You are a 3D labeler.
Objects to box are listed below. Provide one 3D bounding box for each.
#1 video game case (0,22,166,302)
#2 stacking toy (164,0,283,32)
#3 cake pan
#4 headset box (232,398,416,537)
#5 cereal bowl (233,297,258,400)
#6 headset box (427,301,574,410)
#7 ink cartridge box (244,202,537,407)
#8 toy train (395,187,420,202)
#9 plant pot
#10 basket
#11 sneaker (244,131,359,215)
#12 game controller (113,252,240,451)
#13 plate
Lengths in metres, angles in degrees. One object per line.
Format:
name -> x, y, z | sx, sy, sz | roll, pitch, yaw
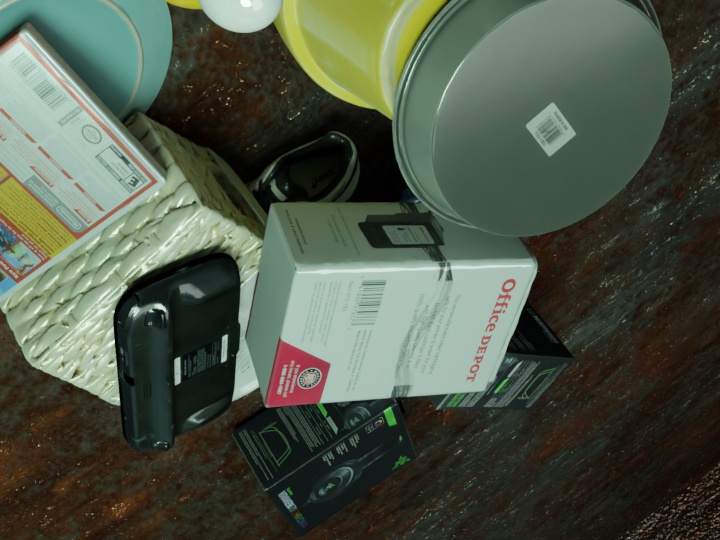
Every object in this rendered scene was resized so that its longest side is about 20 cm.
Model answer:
video game case -> -0.259, -0.060, 0.678 | 0.199, 0.017, 0.143 | -33, 122, 11
stacking toy -> -0.100, -0.207, 0.569 | 0.145, 0.200, 0.147 | -25, 143, -21
cake pan -> 0.120, -0.104, 0.634 | 0.199, 0.037, 0.201 | -11, 128, -14
headset box -> -0.034, 0.216, 1.202 | 0.199, 0.093, 0.175 | -32, 146, -10
cereal bowl -> -0.136, 0.069, 0.962 | 0.199, 0.083, 0.201 | -25, 144, -19
headset box -> 0.119, 0.068, 1.113 | 0.199, 0.174, 0.093 | 10, 125, -46
ink cartridge box -> 0.021, 0.026, 0.769 | 0.199, 0.084, 0.146 | -2, 130, -22
toy train -> 0.081, -0.047, 0.943 | 0.199, 0.087, 0.114 | -20, -177, 42
plant pot -> 0.045, -0.192, 0.688 | 0.199, 0.189, 0.202 | -10, 126, -14
basket -> -0.183, -0.010, 0.772 | 0.200, 0.136, 0.123 | -42, 150, 6
sneaker -> -0.086, -0.059, 0.849 | 0.200, 0.076, 0.088 | -40, 173, -15
game controller -> -0.142, 0.069, 0.761 | 0.104, 0.042, 0.201 | -33, 151, -34
plate -> -0.223, -0.145, 0.686 | 0.199, 0.026, 0.201 | -25, 144, -20
